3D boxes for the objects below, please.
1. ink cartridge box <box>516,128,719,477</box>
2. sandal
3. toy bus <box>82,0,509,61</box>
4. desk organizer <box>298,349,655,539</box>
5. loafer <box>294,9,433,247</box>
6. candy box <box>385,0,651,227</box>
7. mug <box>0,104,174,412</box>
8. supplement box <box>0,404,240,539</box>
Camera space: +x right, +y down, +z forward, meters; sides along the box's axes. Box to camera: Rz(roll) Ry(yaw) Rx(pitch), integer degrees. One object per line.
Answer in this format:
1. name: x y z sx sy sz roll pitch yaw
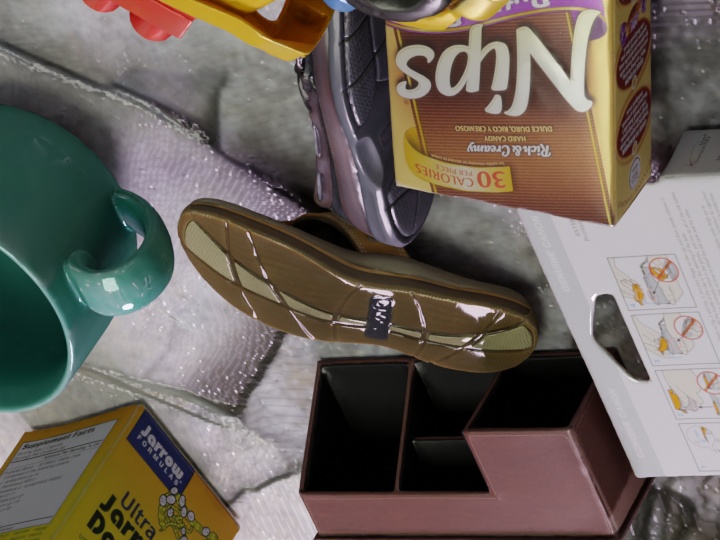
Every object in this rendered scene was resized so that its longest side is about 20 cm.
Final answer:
1. ink cartridge box: 0.188 0.020 1.472 0.173 0.044 0.201 -1 129 34
2. sandal: 0.000 0.000 1.571 0.199 0.054 0.080 15 145 -2
3. toy bus: -0.038 -0.157 1.278 0.199 0.136 0.192 26 142 -11
4. desk organizer: 0.056 0.096 1.611 0.199 0.072 0.077 -3 126 35
5. loafer: -0.011 -0.093 1.468 0.063 0.072 0.201 15 140 26
6. candy box: 0.072 -0.126 1.363 0.116 0.056 0.201 11 126 23
7. mug: -0.185 -0.009 1.624 0.184 0.115 0.152 24 139 8
8. supplement box: -0.178 0.192 1.754 0.108 0.200 0.110 -15 122 41
